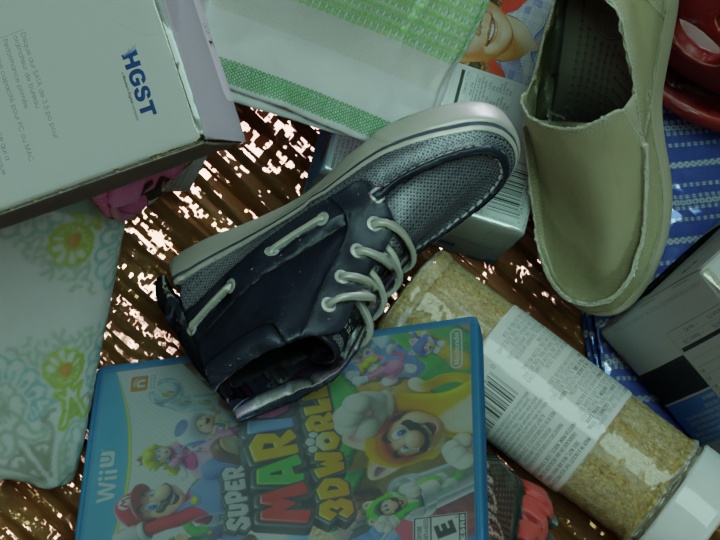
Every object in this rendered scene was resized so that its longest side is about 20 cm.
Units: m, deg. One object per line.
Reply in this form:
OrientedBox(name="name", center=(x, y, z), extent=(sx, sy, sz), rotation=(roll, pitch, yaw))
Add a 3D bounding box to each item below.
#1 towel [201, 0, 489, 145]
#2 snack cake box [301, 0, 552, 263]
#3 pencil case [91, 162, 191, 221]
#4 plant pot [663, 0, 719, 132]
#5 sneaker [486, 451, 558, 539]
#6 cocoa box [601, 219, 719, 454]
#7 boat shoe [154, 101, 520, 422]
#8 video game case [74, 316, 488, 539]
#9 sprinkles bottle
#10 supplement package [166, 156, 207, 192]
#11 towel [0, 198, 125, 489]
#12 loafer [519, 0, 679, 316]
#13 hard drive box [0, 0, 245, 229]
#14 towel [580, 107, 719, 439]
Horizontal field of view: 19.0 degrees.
OrientedBox(name="towel", center=(0.009, -0.159, 1.031), extent=(0.149, 0.031, 0.201), rotation=(15, 108, -34))
OrientedBox(name="snack cake box", center=(0.049, -0.119, 1.159), extent=(0.114, 0.067, 0.201), rotation=(17, 73, -7))
OrientedBox(name="pencil case", center=(-0.153, -0.117, 0.984), extent=(0.200, 0.087, 0.083), rotation=(45, 86, 5))
OrientedBox(name="plant pot", center=(0.222, -0.179, 1.145), extent=(0.199, 0.183, 0.201), rotation=(5, 68, -13))
OrientedBox(name="sneaker", center=(0.042, 0.144, 1.036), extent=(0.071, 0.201, 0.098), rotation=(-40, 104, 22))
OrientedBox(name="cocoa box", center=(0.255, 0.007, 1.122), extent=(0.200, 0.133, 0.131), rotation=(-40, 89, -22))
OrientedBox(name="boat shoe", center=(0.000, 0.000, 1.050), extent=(0.199, 0.075, 0.093), rotation=(-31, 43, 6))
OrientedBox(name="video game case", center=(-0.038, 0.092, 1.039), extent=(0.199, 0.018, 0.144), rotation=(-8, 47, 10))
OrientedBox(name="sprinkles bottle", center=(0.100, 0.073, 1.111), extent=(0.200, 0.068, 0.068), rotation=(37, 72, 6))
OrientedBox(name="supplement package", center=(-0.178, -0.105, 1.080), extent=(0.199, 0.110, 0.114), rotation=(-1, 77, -13))
OrientedBox(name="towel", center=(-0.220, 0.016, 1.026), extent=(0.199, 0.048, 0.172), rotation=(7, 116, -15))
OrientedBox(name="loafer", center=(0.113, -0.070, 1.076), extent=(0.068, 0.075, 0.201), rotation=(-22, 118, -50))
OrientedBox(name="hard drive box", center=(-0.170, -0.094, 0.905), extent=(0.199, 0.077, 0.157), rotation=(-18, 89, 10))
OrientedBox(name="towel", center=(0.187, -0.003, 1.186), extent=(0.144, 0.024, 0.201), rotation=(-6, 78, -15))
